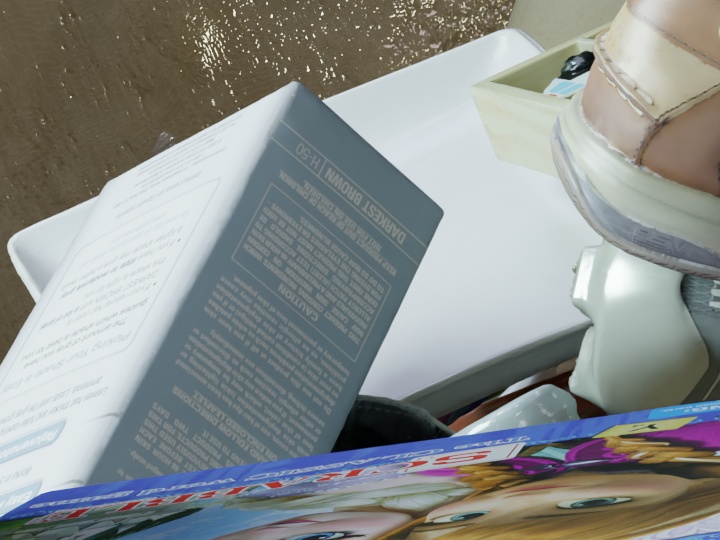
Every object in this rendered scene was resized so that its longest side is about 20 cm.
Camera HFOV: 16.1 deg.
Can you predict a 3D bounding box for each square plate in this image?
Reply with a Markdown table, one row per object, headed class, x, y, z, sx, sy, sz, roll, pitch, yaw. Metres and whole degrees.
| class | x | y | z | sx | sy | sz | roll | pitch | yaw |
| --- | --- | --- | --- | --- | --- | --- | --- | --- | --- |
| square plate | 0.000 | 0.000 | 0.817 | 0.199 | 0.029 | 0.198 | -23 | 32 | -8 |

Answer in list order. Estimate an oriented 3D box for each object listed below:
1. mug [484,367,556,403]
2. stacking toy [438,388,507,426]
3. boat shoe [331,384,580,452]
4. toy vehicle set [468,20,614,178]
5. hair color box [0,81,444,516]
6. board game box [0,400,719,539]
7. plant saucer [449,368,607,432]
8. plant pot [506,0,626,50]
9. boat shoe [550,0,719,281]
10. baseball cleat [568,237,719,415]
| class | x | y | z | sx | sy | sz | roll | pitch | yaw |
| --- | --- | --- | --- | --- | --- | --- | --- | --- | --- |
| mug | -0.002 | 0.039 | 1.117 | 0.175 | 0.148 | 0.200 | -33 | 36 | -30 |
| stacking toy | 0.036 | 0.017 | 0.954 | 0.085 | 0.086 | 0.200 | -23 | -4 | 33 |
| boat shoe | 0.012 | 0.065 | 0.680 | 0.070 | 0.072 | 0.201 | -24 | 1 | -27 |
| toy vehicle set | 0.123 | -0.058 | 0.739 | 0.124 | 0.027 | 0.200 | -25 | 15 | -13 |
| hair color box | -0.062 | 0.054 | 0.662 | 0.099 | 0.061 | 0.200 | -23 | 33 | 50 |
| board game box | 0.013 | 0.060 | 0.428 | 0.199 | 0.041 | 0.200 | -9 | 3 | 9 |
| plant saucer | 0.026 | 0.079 | 0.887 | 0.200 | 0.032 | 0.200 | -25 | 1 | 1 |
| plant pot | 0.137 | -0.043 | 1.175 | 0.135 | 0.200 | 0.200 | -60 | 7 | -9 |
| boat shoe | 0.145 | -0.030 | 0.570 | 0.199 | 0.072 | 0.076 | 7 | 30 | -15 |
| baseball cleat | 0.110 | 0.034 | 0.664 | 0.106 | 0.070 | 0.200 | 13 | -6 | 15 |
